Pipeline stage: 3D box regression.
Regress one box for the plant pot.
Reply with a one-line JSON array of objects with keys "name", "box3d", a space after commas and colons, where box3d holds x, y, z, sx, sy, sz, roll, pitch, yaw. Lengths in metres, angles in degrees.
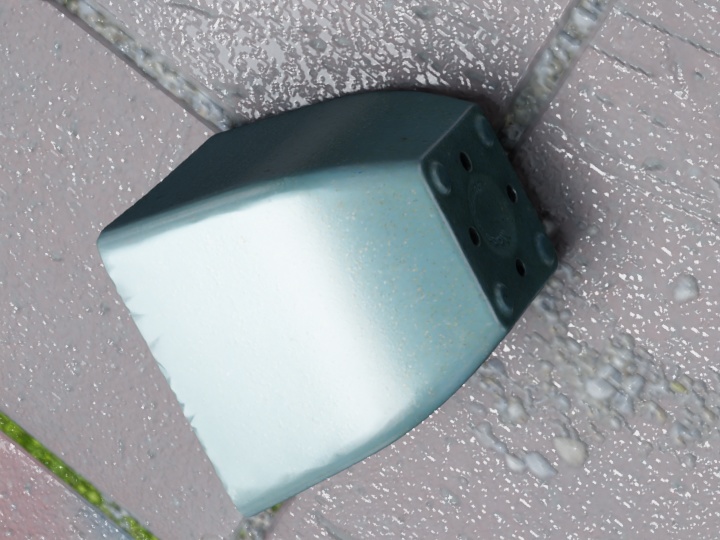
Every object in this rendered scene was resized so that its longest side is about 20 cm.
[{"name": "plant pot", "box3d": [0.000, 0.000, 1.794, 0.200, 0.196, 0.196, -21, 103, 28]}]
